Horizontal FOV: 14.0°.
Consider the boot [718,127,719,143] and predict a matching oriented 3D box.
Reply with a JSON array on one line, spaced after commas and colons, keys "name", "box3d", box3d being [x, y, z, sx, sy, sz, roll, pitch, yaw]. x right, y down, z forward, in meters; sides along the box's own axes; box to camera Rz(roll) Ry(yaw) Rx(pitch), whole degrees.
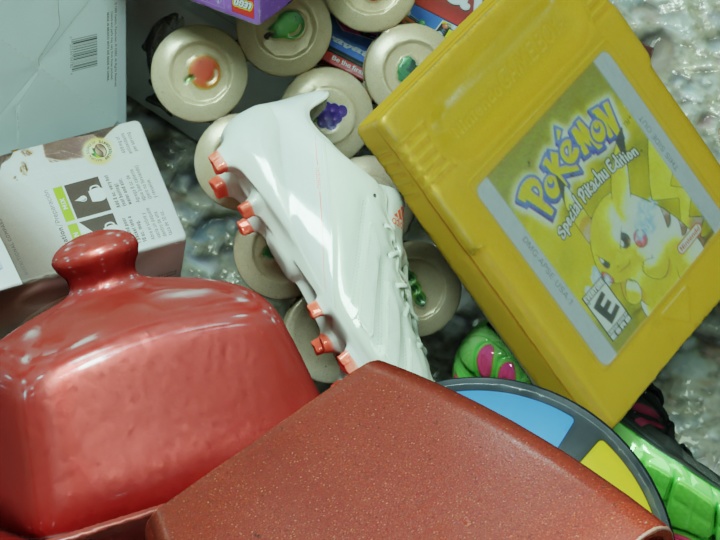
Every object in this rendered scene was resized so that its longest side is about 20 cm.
[{"name": "boot", "box3d": [0.276, -0.005, 1.565, 0.074, 0.155, 0.200, -50, 61, 15]}]

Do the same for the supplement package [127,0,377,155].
[{"name": "supplement package", "box3d": [-0.061, -0.142, 1.608, 0.200, 0.117, 0.117, 33, 61, 10]}]

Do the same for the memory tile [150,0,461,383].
[{"name": "memory tile", "box3d": [-0.006, -0.056, 1.496, 0.153, 0.017, 0.201, -27, 95, -8]}]

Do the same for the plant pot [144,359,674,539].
[{"name": "plant pot", "box3d": [0.017, 0.163, 1.304, 0.200, 0.200, 0.176, -34, 54, -13]}]

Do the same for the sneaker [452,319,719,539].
[{"name": "sneaker", "box3d": [0.143, 0.085, 1.535, 0.200, 0.077, 0.084, 41, 50, 4]}]

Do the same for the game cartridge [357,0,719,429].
[{"name": "game cartridge", "box3d": [0.108, -0.044, 1.496, 0.200, 0.032, 0.176, 55, 52, -15]}]

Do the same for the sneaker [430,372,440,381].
[{"name": "sneaker", "box3d": [0.057, 0.123, 1.514, 0.200, 0.074, 0.080, 36, 76, 16]}]

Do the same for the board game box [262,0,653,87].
[{"name": "board game box", "box3d": [0.052, -0.119, 1.543, 0.199, 0.019, 0.103, 26, 61, -9]}]

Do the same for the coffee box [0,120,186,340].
[{"name": "coffee box", "box3d": [-0.199, 0.006, 1.504, 0.199, 0.113, 0.080, -16, 64, -18]}]

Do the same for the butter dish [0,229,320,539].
[{"name": "butter dish", "box3d": [-0.112, 0.053, 1.426, 0.199, 0.199, 0.148, -17, 94, -17]}]

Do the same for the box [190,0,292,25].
[{"name": "box", "box3d": [-0.050, -0.202, 1.500, 0.137, 0.039, 0.200, 22, 41, 26]}]

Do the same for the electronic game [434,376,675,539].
[{"name": "electronic game", "box3d": [0.059, 0.153, 1.456, 0.199, 0.042, 0.201, 0, 89, 9]}]

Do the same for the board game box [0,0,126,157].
[{"name": "board game box", "box3d": [-0.213, -0.152, 1.547, 0.103, 0.105, 0.200, -16, 38, -26]}]

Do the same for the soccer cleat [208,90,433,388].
[{"name": "soccer cleat", "box3d": [0.000, 0.000, 1.440, 0.077, 0.069, 0.200, -29, 78, -13]}]
